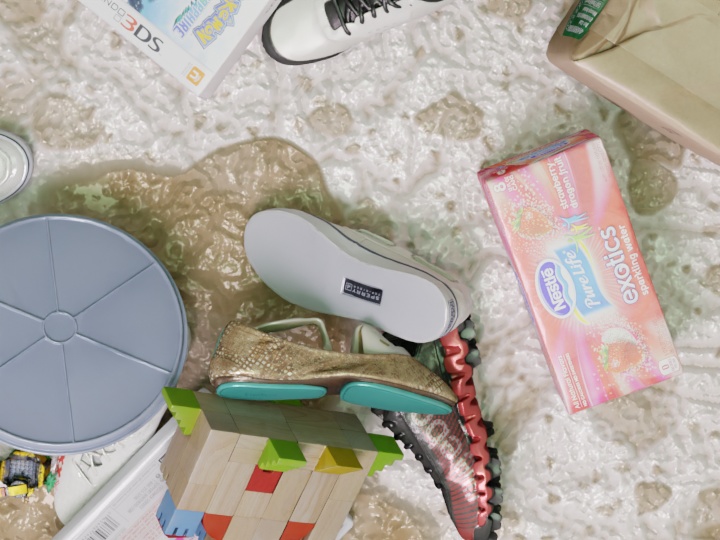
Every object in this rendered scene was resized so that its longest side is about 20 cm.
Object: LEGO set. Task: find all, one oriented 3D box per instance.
[{"bbox_3d":[-0.332,0.114,1.532,0.198,0.116,0.155,17,95,-2],"label":"LEGO set"}]

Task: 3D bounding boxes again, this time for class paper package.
[{"bbox_3d":[0.248,-0.157,1.462,0.189,0.200,0.104,30,96,-3],"label":"paper package"}]

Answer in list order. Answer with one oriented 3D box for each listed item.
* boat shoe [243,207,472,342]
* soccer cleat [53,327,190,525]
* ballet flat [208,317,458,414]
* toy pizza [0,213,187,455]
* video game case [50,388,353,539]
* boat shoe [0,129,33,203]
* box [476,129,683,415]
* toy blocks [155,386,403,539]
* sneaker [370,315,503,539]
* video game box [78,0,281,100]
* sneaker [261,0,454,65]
[{"bbox_3d":[0.000,0.000,1.540,0.199,0.070,0.072,20,107,26],"label":"boat shoe"},{"bbox_3d":[-0.197,0.124,1.553,0.068,0.085,0.201,28,96,-4],"label":"soccer cleat"},{"bbox_3d":[-0.018,0.070,1.484,0.198,0.071,0.066,8,71,-17],"label":"ballet flat"},{"bbox_3d":[-0.233,0.050,1.483,0.198,0.032,0.202,4,64,-9],"label":"toy pizza"},{"bbox_3d":[-0.134,0.221,1.571,0.200,0.024,0.182,-45,116,5],"label":"video game case"},{"bbox_3d":[-0.363,-0.075,1.523,0.200,0.086,0.075,-3,98,0],"label":"boat shoe"},{"bbox_3d":[0.174,0.000,1.534,0.102,0.095,0.202,-19,98,3],"label":"box"},{"bbox_3d":[-0.083,0.174,1.509,0.198,0.100,0.138,11,117,-31],"label":"toy blocks"},{"bbox_3d":[0.061,0.130,1.564,0.097,0.071,0.203,-12,96,1],"label":"sneaker"},{"bbox_3d":[-0.135,-0.268,1.507,0.182,0.047,0.201,37,96,3],"label":"video game box"},{"bbox_3d":[0.011,-0.221,1.512,0.199,0.080,0.074,-26,100,5],"label":"sneaker"}]
